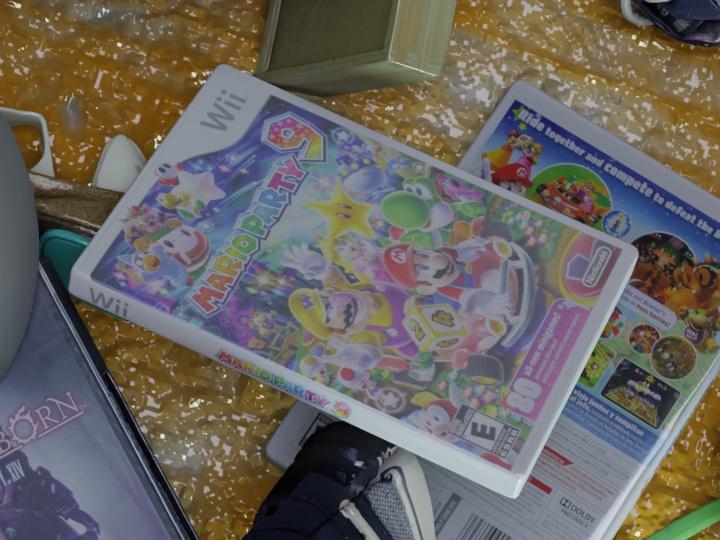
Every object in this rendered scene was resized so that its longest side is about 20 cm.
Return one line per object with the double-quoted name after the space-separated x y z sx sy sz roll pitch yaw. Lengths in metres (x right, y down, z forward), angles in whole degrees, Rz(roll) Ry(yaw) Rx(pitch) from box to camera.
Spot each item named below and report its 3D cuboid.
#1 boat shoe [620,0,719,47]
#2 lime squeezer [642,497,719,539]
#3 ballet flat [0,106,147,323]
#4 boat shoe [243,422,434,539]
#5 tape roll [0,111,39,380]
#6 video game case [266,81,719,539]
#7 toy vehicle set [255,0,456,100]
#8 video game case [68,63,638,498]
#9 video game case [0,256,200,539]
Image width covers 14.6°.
0.116 -0.149 1.222 0.199 0.075 0.093 -1 78 -9 "boat shoe"
0.086 0.105 1.218 0.199 0.038 0.071 11 87 -5 "lime squeezer"
-0.136 -0.030 1.193 0.199 0.068 0.073 16 65 -2 "ballet flat"
0.000 0.169 1.138 0.093 0.074 0.201 -44 120 -50 "boat shoe"
-0.233 -0.010 1.130 0.199 0.066 0.201 2 99 14 "tape roll"
0.073 0.035 1.202 0.143 0.018 0.200 32 78 12 "video game case"
0.012 -0.176 1.186 0.026 0.124 0.201 14 83 -27 "toy vehicle set"
0.000 0.000 1.154 0.199 0.018 0.143 24 48 8 "video game case"
-0.144 0.115 1.170 0.142 0.019 0.201 -28 90 14 "video game case"
